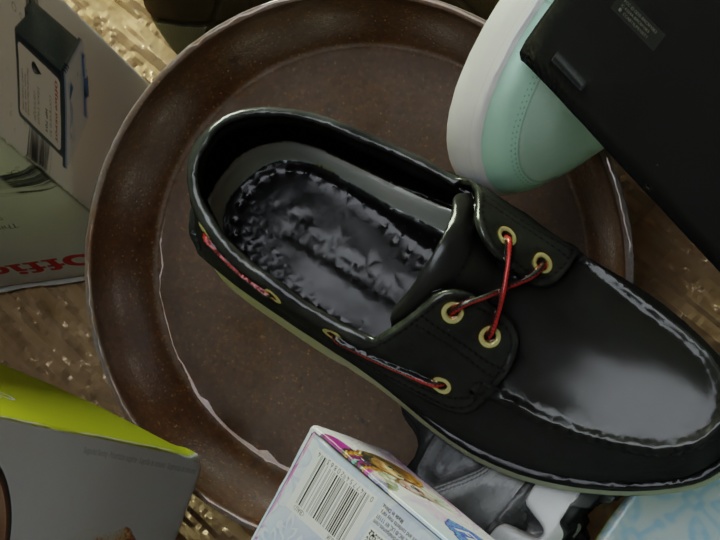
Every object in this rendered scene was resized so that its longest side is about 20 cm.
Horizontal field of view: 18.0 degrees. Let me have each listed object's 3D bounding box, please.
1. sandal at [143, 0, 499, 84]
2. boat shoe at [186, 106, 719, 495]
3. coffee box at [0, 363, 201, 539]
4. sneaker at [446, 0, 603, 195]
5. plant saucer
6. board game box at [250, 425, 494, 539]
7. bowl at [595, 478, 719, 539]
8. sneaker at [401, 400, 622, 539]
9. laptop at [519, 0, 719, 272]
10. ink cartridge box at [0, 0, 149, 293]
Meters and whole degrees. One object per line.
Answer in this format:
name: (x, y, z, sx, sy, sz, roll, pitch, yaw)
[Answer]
sandal: (0.011, -0.098, 0.856, 0.200, 0.080, 0.054, 11, 54, 28)
boat shoe: (0.031, 0.011, 0.732, 0.201, 0.063, 0.074, 27, 75, 16)
coffee box: (-0.209, 0.108, 0.759, 0.200, 0.200, 0.198, 21, 89, 26)
sneaker: (0.128, -0.074, 0.722, 0.200, 0.074, 0.118, -38, 52, -4)
plant saucer: (0.000, 0.000, 0.816, 0.200, 0.034, 0.201, 0, 92, 12)
board game box: (0.005, 0.179, 0.666, 0.200, 0.041, 0.200, 37, 101, 47)
bowl: (0.156, 0.131, 0.690, 0.200, 0.108, 0.200, -39, 28, 26)
sneaker: (-0.002, 0.120, 0.775, 0.090, 0.066, 0.200, 38, 96, 12)
laptop: (0.187, -0.078, 0.666, 0.187, 0.116, 0.200, 50, 122, 25)
ink cartridge box: (-0.182, -0.061, 0.838, 0.146, 0.200, 0.086, -8, 69, 17)
